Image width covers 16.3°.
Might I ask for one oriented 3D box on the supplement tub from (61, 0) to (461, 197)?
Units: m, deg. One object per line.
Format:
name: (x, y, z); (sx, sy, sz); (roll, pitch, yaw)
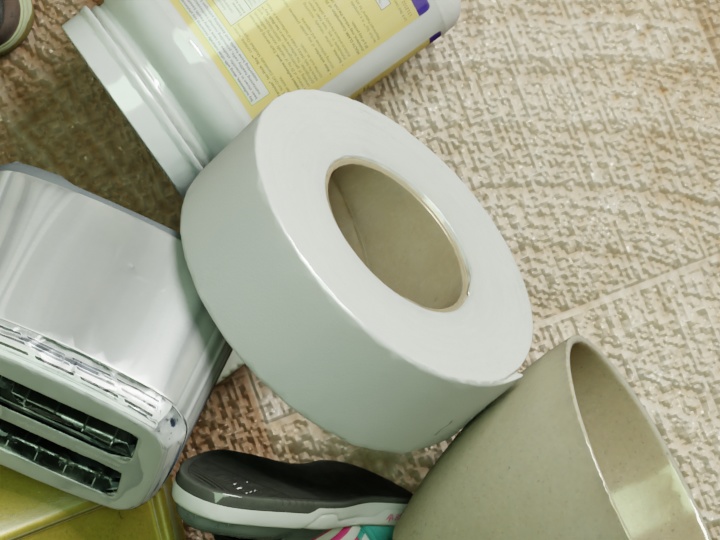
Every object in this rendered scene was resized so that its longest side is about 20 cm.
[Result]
supplement tub: (-0.058, -0.149, 1.465); (0.200, 0.145, 0.146); (-35, 82, -3)

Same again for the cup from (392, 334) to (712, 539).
cup: (0.103, 0.156, 1.405); (0.143, 0.200, 0.201); (-27, 81, 15)

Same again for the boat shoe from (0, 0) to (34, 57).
boat shoe: (-0.269, -0.219, 1.522); (0.072, 0.066, 0.201); (-35, 82, -2)

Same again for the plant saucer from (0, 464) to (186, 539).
plant saucer: (-0.165, 0.198, 1.393); (0.199, 0.048, 0.201); (-19, 102, -33)

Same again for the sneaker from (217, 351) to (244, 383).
sneaker: (-0.104, 0.012, 1.477); (0.200, 0.077, 0.111); (-37, 92, 3)

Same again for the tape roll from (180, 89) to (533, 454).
tape roll: (0.000, 0.000, 1.382); (0.071, 0.202, 0.203); (-42, 81, 29)

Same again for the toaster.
toaster: (-0.149, 0.041, 1.364); (0.199, 0.114, 0.129); (25, 48, -4)

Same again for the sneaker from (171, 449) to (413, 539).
sneaker: (-0.053, 0.168, 1.410); (0.083, 0.200, 0.121); (26, 98, 33)
